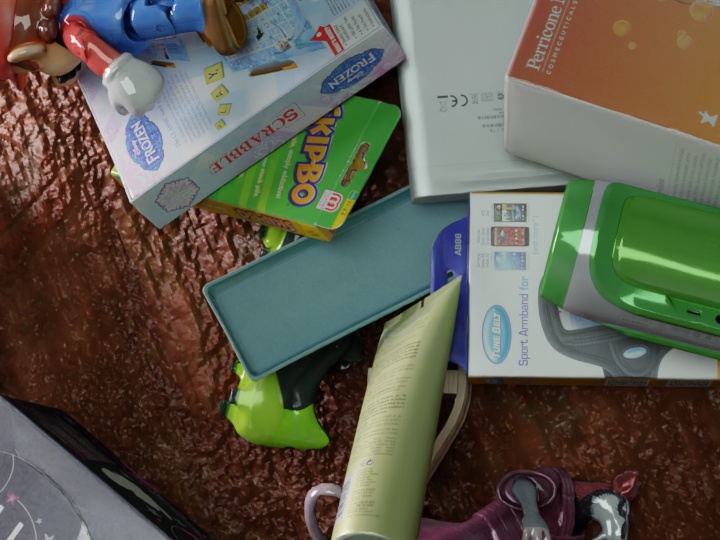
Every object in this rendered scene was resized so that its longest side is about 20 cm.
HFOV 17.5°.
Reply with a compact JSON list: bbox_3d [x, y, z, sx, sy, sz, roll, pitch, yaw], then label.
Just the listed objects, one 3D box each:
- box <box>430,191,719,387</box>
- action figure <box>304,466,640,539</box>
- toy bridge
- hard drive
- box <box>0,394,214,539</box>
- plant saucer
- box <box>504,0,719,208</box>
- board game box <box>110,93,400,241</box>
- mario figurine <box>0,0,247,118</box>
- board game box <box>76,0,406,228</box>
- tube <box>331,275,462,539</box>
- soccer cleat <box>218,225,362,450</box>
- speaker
[{"bbox_3d":[0.143,0.012,1.474,0.198,0.041,0.120,0,81,1],"label":"box"},{"bbox_3d":[0.087,0.175,1.461,0.199,0.135,0.149,-28,37,-14],"label":"action figure"},{"bbox_3d":[0.038,0.074,1.518,0.067,0.027,0.202,1,80,14],"label":"toy bridge"},{"bbox_3d":[0.088,-0.148,1.523,0.131,0.027,0.201,-5,79,-6],"label":"hard drive"},{"bbox_3d":[-0.183,0.193,1.511,0.200,0.115,0.132,38,91,18],"label":"box"},{"bbox_3d":[0.000,0.000,1.498,0.199,0.019,0.070,-26,79,-17],"label":"plant saucer"},{"bbox_3d":[0.204,-0.128,1.437,0.199,0.106,0.153,18,71,10],"label":"box"},{"bbox_3d":[-0.066,-0.080,1.529,0.199,0.030,0.096,14,68,39],"label":"board game box"},{"bbox_3d":[-0.164,-0.155,1.528,0.199,0.123,0.107,-7,100,18],"label":"mario figurine"},{"bbox_3d":[-0.094,-0.158,1.550,0.199,0.041,0.201,-33,51,8],"label":"board game box"},{"bbox_3d":[0.024,0.094,1.427,0.058,0.052,0.201,1,49,13],"label":"tube"},{"bbox_3d":[-0.034,0.021,1.533,0.081,0.068,0.201,15,76,-12],"label":"soccer cleat"},{"bbox_3d":[0.213,0.005,1.410,0.199,0.088,0.089,15,84,3],"label":"speaker"}]
